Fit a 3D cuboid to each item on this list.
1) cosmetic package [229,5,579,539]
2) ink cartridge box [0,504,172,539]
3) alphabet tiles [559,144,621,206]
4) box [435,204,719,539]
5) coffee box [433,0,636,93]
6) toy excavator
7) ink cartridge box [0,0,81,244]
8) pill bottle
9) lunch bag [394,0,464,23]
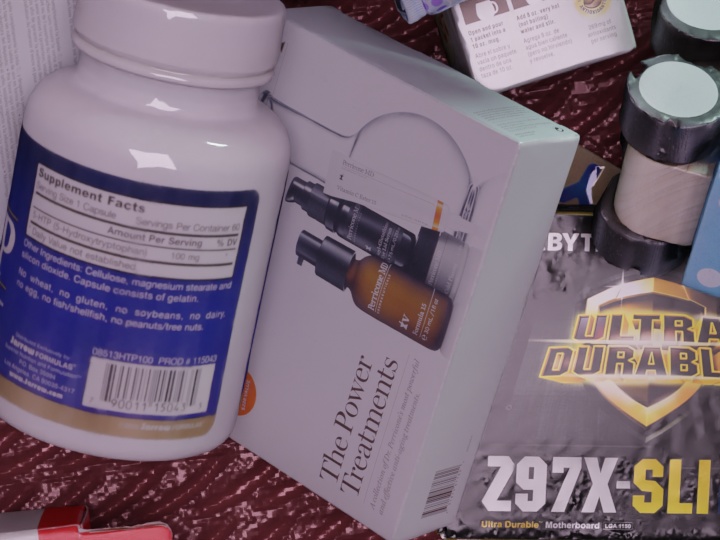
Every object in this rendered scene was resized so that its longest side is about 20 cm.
[{"bbox_3d":[0.000,0.000,1.193,0.151,0.052,0.200,31,115,33],"label":"cosmetic package"},{"bbox_3d":[-0.184,0.178,1.249,0.200,0.067,0.116,-5,94,-3],"label":"ink cartridge box"},{"bbox_3d":[0.069,0.032,1.287,0.166,0.006,0.200,29,91,-5],"label":"alphabet tiles"},{"bbox_3d":[0.133,0.049,1.264,0.200,0.049,0.160,2,97,-8],"label":"box"},{"bbox_3d":[0.056,-0.186,1.219,0.080,0.114,0.200,-18,95,-2],"label":"coffee box"},{"bbox_3d":[0.206,-0.024,1.173,0.200,0.195,0.100,16,137,7],"label":"toy excavator"},{"bbox_3d":[-0.152,-0.104,1.184,0.200,0.050,0.162,-33,134,-39],"label":"ink cartridge box"},{"bbox_3d":[-0.095,-0.029,1.156,0.120,0.120,0.200,11,107,-4],"label":"pill bottle"},{"bbox_3d":[0.057,-0.225,1.101,0.169,0.127,0.200,-22,101,0],"label":"lunch bag"}]
